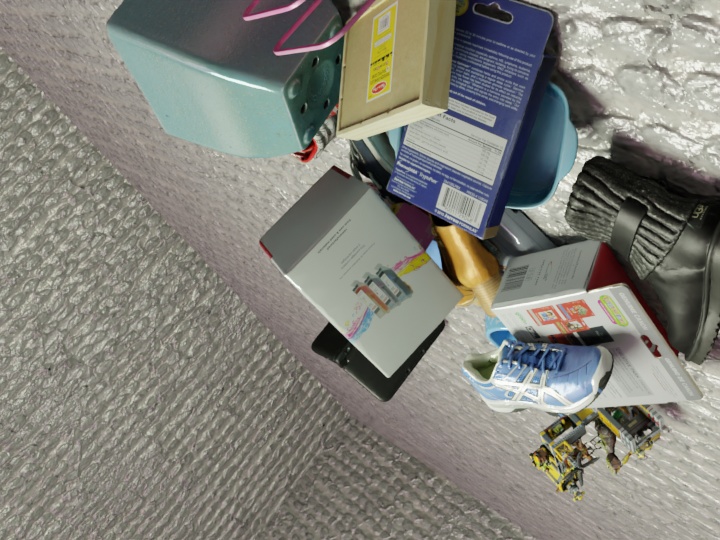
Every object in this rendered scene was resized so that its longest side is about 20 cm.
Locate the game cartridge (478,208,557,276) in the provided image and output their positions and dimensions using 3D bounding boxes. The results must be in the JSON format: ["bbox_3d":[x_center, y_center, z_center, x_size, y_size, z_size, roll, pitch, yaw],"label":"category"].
[{"bbox_3d":[0.193,-0.017,1.027,0.133,0.042,0.200,46,165,-4],"label":"game cartridge"}]

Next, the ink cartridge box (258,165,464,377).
[{"bbox_3d":[0.000,0.000,0.969,0.200,0.145,0.145,47,176,-27],"label":"ink cartridge box"}]

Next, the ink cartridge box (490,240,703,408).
[{"bbox_3d":[0.283,0.066,0.901,0.174,0.084,0.200,-14,128,45],"label":"ink cartridge box"}]

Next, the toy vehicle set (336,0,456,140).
[{"bbox_3d":[0.029,-0.203,0.747,0.026,0.127,0.199,5,180,-23],"label":"toy vehicle set"}]

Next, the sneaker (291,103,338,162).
[{"bbox_3d":[-0.065,-0.190,1.026,0.067,0.108,0.201,42,165,-8],"label":"sneaker"}]

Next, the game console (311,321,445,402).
[{"bbox_3d":[0.031,0.125,1.496,0.117,0.201,0.175,48,163,-27],"label":"game console"}]

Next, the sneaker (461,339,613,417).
[{"bbox_3d":[0.197,0.119,0.886,0.077,0.076,0.199,39,144,-23],"label":"sneaker"}]

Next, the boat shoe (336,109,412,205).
[{"bbox_3d":[0.019,-0.143,0.968,0.061,0.076,0.200,-13,154,26],"label":"boat shoe"}]

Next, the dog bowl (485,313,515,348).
[{"bbox_3d":[0.242,0.094,1.080,0.110,0.050,0.200,0,154,36],"label":"dog bowl"}]

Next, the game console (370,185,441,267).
[{"bbox_3d":[0.084,-0.045,1.221,0.176,0.031,0.201,30,162,36],"label":"game console"}]

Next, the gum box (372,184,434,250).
[{"bbox_3d":[0.037,-0.042,1.170,0.113,0.067,0.200,34,161,2],"label":"gum box"}]

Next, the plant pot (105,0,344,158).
[{"bbox_3d":[-0.122,-0.246,0.878,0.198,0.197,0.197,26,161,18],"label":"plant pot"}]

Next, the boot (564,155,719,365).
[{"bbox_3d":[0.278,-0.010,0.740,0.156,0.080,0.213,23,147,30],"label":"boot"}]

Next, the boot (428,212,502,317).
[{"bbox_3d":[0.127,-0.025,1.005,0.145,0.070,0.201,61,174,-13],"label":"boot"}]

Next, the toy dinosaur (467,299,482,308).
[{"bbox_3d":[0.160,0.034,1.146,0.197,0.059,0.101,13,-178,-8],"label":"toy dinosaur"}]

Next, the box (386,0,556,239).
[{"bbox_3d":[0.101,-0.146,0.706,0.120,0.032,0.203,31,118,32],"label":"box"}]

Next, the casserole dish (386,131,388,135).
[{"bbox_3d":[0.086,-0.157,0.855,0.199,0.039,0.122,32,162,32],"label":"casserole dish"}]

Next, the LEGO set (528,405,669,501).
[{"bbox_3d":[0.355,0.258,1.108,0.116,0.198,0.155,49,162,47],"label":"LEGO set"}]

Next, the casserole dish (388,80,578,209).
[{"bbox_3d":[0.118,-0.130,0.745,0.198,0.123,0.039,16,-162,31],"label":"casserole dish"}]

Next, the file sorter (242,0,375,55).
[{"bbox_3d":[-0.074,-0.308,0.684,0.200,0.126,0.138,49,162,-30],"label":"file sorter"}]
